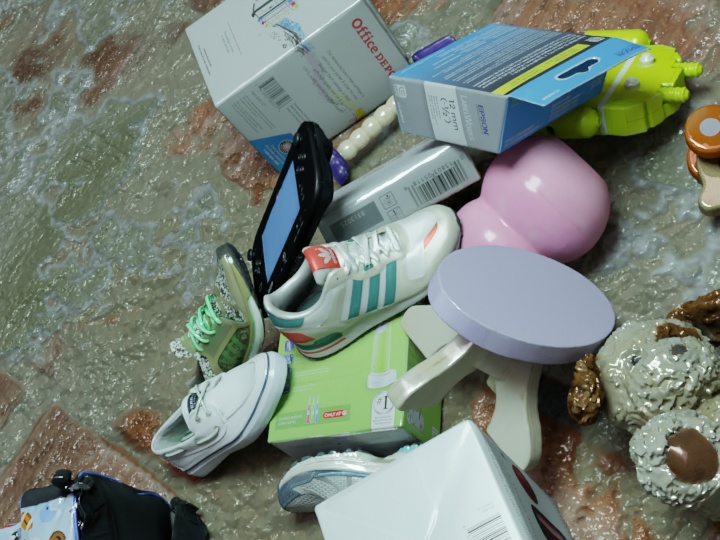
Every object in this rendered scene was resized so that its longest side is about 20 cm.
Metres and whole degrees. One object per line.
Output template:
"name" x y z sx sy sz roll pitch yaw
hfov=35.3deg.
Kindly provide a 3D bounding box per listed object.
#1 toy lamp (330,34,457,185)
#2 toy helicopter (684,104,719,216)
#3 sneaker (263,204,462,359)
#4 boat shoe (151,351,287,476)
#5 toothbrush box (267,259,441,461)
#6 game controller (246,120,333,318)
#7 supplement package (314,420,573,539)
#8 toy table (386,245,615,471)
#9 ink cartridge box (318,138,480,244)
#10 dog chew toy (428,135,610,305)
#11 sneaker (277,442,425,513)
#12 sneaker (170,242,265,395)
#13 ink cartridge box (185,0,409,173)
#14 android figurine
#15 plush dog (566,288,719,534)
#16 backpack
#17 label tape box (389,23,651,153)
"toy lamp" 0.035 -0.181 1.251 0.200 0.058 0.058 -41 51 3
"toy helicopter" 0.366 -0.060 0.991 0.131 0.079 0.202 -12 68 14
"sneaker" -0.001 0.000 1.030 0.199 0.093 0.071 -35 50 12
"boat shoe" -0.143 0.142 1.104 0.200 0.066 0.074 -50 31 36
"toothbrush box" 0.001 0.080 1.101 0.145 0.086 0.202 -12 59 26
"game controller" -0.069 -0.045 1.083 0.201 0.042 0.105 117 160 -45
"supplement package" 0.094 0.259 0.869 0.146 0.200 0.192 -30 53 11
"toy table" 0.117 0.064 0.962 0.118 0.199 0.184 -60 41 28
"ink cartridge box" 0.037 -0.084 1.151 0.161 0.200 0.050 -29 97 7
"dog chew toy" 0.140 -0.029 1.067 0.200 0.124 0.125 -48 50 9
"sneaker" 0.010 0.210 1.028 0.198 0.078 0.087 -12 61 24
"sneaker" -0.143 0.063 1.117 0.088 0.201 0.077 -11 40 -16
"ink cartridge box" -0.067 -0.248 1.291 0.199 0.147 0.145 -33 51 10
"android figurine" 0.233 -0.182 1.114 0.199 0.041 0.182 6 41 35
"plush dog" 0.260 0.107 0.887 0.199 0.161 0.172 -25 54 -17
"backpack" -0.249 0.303 1.062 0.153 0.200 0.192 -27 59 20
"label tape box" 0.145 -0.165 1.032 0.143 0.067 0.199 -31 33 -28
